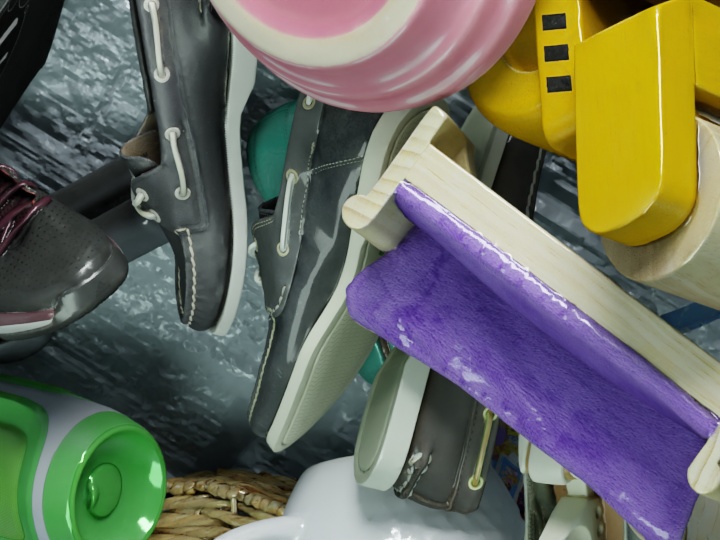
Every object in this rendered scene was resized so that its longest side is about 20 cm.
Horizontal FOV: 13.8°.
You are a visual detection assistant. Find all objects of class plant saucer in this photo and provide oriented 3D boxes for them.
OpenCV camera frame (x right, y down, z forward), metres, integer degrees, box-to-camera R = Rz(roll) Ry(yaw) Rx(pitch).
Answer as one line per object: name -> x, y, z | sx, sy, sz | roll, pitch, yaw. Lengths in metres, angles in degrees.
plant saucer -> -0.010, -0.164, 1.273 | 0.200, 0.051, 0.202 | 13, 111, 38

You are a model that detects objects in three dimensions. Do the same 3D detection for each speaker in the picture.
speaker -> -0.198, 0.099, 1.575 | 0.199, 0.088, 0.089 | 10, 133, 39

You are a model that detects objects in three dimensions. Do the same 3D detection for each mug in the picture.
mug -> 0.001, 0.178, 1.415 | 0.199, 0.176, 0.147 | 3, 166, -30

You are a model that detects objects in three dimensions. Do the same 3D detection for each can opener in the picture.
can opener -> -0.156, -0.002, 1.540 | 0.199, 0.054, 0.067 | -25, 147, 36

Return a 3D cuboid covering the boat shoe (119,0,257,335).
boat shoe -> -0.085, -0.059, 1.415 | 0.060, 0.074, 0.201 | -5, 124, -14

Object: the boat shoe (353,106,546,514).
boat shoe -> 0.055, 0.012, 1.383 | 0.060, 0.202, 0.072 | 20, 174, -12

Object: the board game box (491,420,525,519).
board game box -> 0.090, 0.169, 1.572 | 0.200, 0.039, 0.158 | 39, 132, -10

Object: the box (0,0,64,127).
box -> -0.218, -0.112, 1.360 | 0.124, 0.200, 0.149 | 25, 133, 0

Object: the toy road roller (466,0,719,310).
toy road roller -> 0.121, -0.067, 1.264 | 0.122, 0.201, 0.146 | 18, 149, -37

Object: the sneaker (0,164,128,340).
sneaker -> -0.201, -0.039, 1.454 | 0.200, 0.076, 0.116 | 16, 141, 48

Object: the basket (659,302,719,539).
basket -> 0.202, 0.084, 1.388 | 0.176, 0.139, 0.200 | -22, 120, 35

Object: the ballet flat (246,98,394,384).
ballet flat -> 0.000, 0.000, 1.461 | 0.070, 0.067, 0.201 | 0, 126, 41

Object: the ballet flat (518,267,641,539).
ballet flat -> 0.100, 0.099, 1.346 | 0.067, 0.064, 0.201 | 7, 111, 32

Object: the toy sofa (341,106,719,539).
toy sofa -> 0.083, 0.028, 1.281 | 0.200, 0.083, 0.098 | 38, 91, 14

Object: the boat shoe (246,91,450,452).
boat shoe -> -0.018, -0.008, 1.386 | 0.067, 0.072, 0.201 | 30, 121, 22

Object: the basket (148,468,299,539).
basket -> -0.053, 0.179, 1.605 | 0.199, 0.149, 0.144 | 2, 89, 32
